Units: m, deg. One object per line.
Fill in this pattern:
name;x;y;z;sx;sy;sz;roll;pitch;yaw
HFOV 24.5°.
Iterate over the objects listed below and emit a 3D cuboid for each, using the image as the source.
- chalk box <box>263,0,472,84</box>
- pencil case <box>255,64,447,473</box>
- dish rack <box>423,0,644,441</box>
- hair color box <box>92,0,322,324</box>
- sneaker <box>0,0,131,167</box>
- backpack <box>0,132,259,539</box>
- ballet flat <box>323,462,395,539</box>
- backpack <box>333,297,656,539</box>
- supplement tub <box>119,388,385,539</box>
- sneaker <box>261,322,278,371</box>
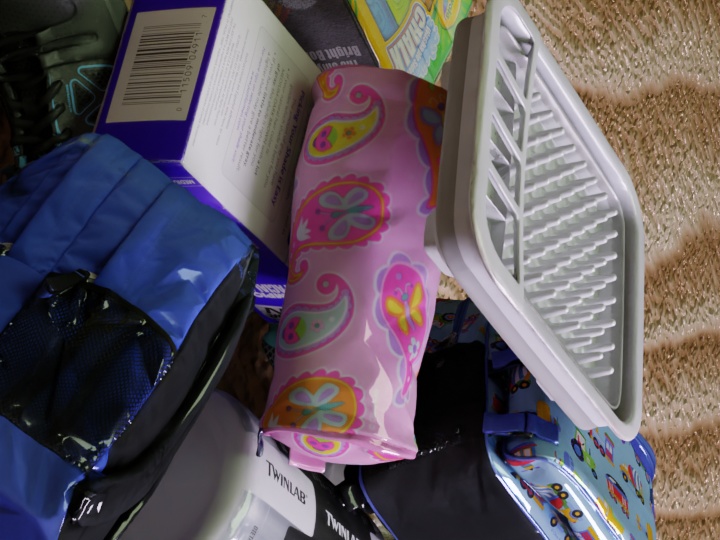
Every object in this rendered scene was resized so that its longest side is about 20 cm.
chalk box;-0.019;-0.159;0.996;0.201;0.123;0.124;61;41;-37
pencil case;0.000;0.000;0.834;0.087;0.087;0.202;25;70;-55
dish rack;0.088;-0.022;0.834;0.200;0.043;0.173;47;38;-42
hair color box;-0.057;-0.058;0.872;0.200;0.064;0.110;45;53;-53
sneaker;-0.148;-0.089;0.824;0.201;0.073;0.082;60;36;-37
backpack;-0.144;0.032;0.728;0.167;0.163;0.200;39;49;-3
ballet flat;-0.009;0.134;1.043;0.200;0.065;0.071;24;65;-55
backpack;0.088;0.099;0.961;0.183;0.134;0.201;54;26;-27
supplement tub;-0.060;0.158;0.906;0.200;0.122;0.124;46;50;-46
sneaker;-0.015;0.005;1.010;0.201;0.077;0.092;-82;154;-42
